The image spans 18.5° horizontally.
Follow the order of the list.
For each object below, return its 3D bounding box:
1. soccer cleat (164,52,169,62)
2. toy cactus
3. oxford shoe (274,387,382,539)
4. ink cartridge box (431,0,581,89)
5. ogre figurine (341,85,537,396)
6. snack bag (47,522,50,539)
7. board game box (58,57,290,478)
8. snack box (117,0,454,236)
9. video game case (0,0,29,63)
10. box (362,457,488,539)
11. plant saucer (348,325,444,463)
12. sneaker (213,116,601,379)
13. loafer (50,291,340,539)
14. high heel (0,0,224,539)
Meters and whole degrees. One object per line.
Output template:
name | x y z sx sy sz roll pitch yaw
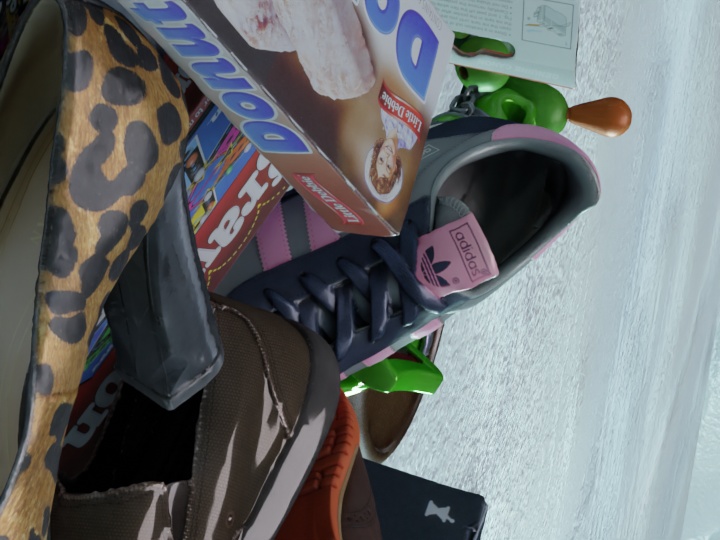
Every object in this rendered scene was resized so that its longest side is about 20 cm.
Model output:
soccer cleat | -0.020 -0.120 0.787 0.076 0.066 0.201 22 77 -64
toy cactus | 0.067 -0.120 1.077 0.165 0.102 0.201 -88 165 -76
oxford shoe | -0.022 0.106 0.756 0.200 0.071 0.073 -93 160 -61
ink cartridge box | 0.054 -0.179 0.935 0.050 0.109 0.200 -62 160 -44
ogre figurine | 0.000 0.014 0.905 0.200 0.098 0.120 -38 171 17
snack bag | -0.113 0.173 0.756 0.189 0.021 0.201 -54 157 -57
board game box | -0.061 -0.015 0.687 0.200 0.019 0.103 -55 163 -5
snack box | -0.032 -0.086 0.589 0.200 0.024 0.072 46 53 -52
video game case | -0.100 -0.133 0.531 0.200 0.036 0.182 -53 153 -58
box | -0.034 0.188 0.851 0.149 0.107 0.200 -65 171 -48
plant saucer | 0.014 0.018 1.115 0.200 0.032 0.201 12 90 -75
sneaker | 0.000 0.000 0.772 0.200 0.082 0.070 -37 111 -30
loafer | -0.075 0.090 0.665 0.071 0.073 0.201 44 56 -39
high heel | -0.113 0.025 0.559 0.200 0.071 0.143 -47 144 -33
